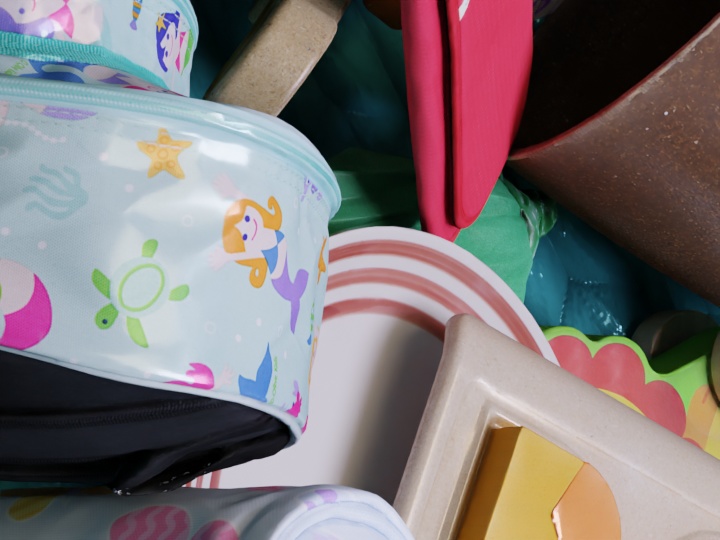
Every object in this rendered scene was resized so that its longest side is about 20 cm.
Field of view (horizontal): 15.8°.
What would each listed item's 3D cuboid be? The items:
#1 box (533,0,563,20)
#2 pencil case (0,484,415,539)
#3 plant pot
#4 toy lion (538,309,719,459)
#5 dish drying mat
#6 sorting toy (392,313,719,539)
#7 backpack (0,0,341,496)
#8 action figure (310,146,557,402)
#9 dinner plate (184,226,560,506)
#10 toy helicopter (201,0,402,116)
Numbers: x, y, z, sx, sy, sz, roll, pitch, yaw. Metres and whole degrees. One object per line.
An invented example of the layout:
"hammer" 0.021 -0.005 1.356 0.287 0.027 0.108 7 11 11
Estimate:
"box" 0.092 -0.155 0.898 0.039 0.200 0.041 -25 74 -38
"pencil case" -0.075 0.105 0.724 0.083 0.200 0.091 -7 94 -53
"plant pot" 0.180 -0.043 0.942 0.200 0.187 0.187 44 59 -14
"toy lion" 0.101 0.109 0.982 0.192 0.069 0.200 -26 105 -33
"dish drying mat" 0.037 -0.078 0.808 0.200 0.018 0.077 82 32 -63
"sorting toy" 0.078 0.136 0.847 0.185 0.036 0.200 30 63 -28
"backpack" -0.104 -0.014 0.683 0.178 0.200 0.151 67 35 -78
"action figure" 0.000 0.000 0.897 0.200 0.055 0.118 -16 96 -43
"dinner plate" 0.007 0.086 0.844 0.200 0.024 0.201 7 81 -47
"toy helicopter" 0.002 -0.108 0.816 0.079 0.132 0.200 39 39 -10
